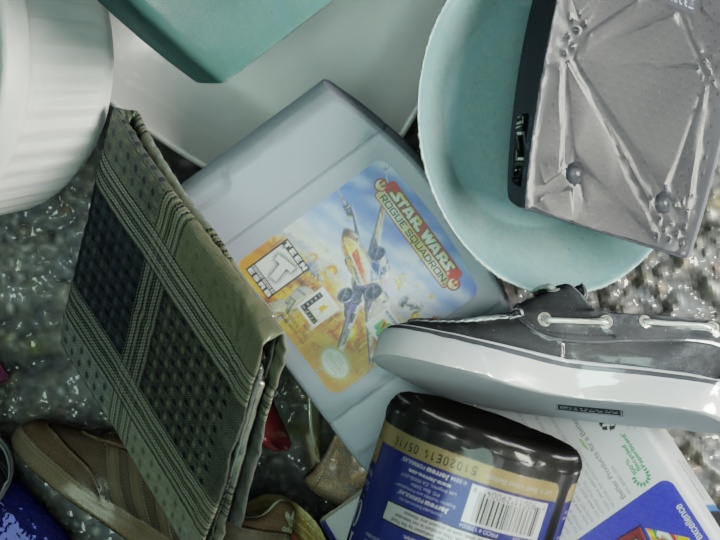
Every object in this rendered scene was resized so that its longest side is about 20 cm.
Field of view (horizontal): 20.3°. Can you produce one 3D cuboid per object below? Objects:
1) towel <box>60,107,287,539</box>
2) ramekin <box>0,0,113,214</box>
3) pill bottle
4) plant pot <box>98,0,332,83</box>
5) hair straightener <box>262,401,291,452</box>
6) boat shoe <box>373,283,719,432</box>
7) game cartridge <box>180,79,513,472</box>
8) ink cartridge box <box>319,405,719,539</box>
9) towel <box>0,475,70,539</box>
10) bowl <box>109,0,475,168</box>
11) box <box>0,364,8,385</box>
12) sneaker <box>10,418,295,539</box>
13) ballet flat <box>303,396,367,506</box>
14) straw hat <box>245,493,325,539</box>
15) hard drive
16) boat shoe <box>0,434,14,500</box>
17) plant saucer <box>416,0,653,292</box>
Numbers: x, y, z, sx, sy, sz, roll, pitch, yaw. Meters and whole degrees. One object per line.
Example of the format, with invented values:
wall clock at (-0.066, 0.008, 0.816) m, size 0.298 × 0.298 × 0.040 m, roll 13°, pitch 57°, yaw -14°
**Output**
towel at (-0.105, 0.038, 1.135) m, size 0.200 × 0.034 × 0.193 m, roll 54°, pitch 141°, yaw 34°
ramekin at (-0.226, -0.121, 1.157) m, size 0.201 × 0.094 × 0.204 m, roll 4°, pitch 95°, yaw 44°
pill bottle at (0.040, 0.177, 1.093) m, size 0.111 × 0.112 × 0.201 m, roll 18°, pitch 93°, yaw 5°
plant pot at (-0.101, -0.205, 1.054) m, size 0.141 × 0.141 × 0.200 m, roll -38°, pitch 103°, yaw -7°
hair straightener at (-0.116, 0.038, 1.204) m, size 0.077 × 0.041 × 0.201 m, roll -35°, pitch 72°, yaw 20°
boat shoe at (0.108, 0.040, 1.097) m, size 0.198 × 0.072 × 0.068 m, roll 7°, pitch 73°, yaw 7°
game cartridge at (0.000, 0.000, 1.140) m, size 0.133 × 0.042 × 0.200 m, roll -35°, pitch 98°, yaw 14°
ink cartridge box at (0.107, 0.169, 1.148) m, size 0.200 × 0.047 × 0.198 m, roll -38°, pitch 72°, yaw 18°
towel at (-0.233, 0.216, 1.281) m, size 0.148 × 0.050 × 0.200 m, roll -44°, pitch 91°, yaw 6°
bowl at (-0.045, -0.153, 1.172) m, size 0.199 × 0.075 × 0.201 m, roll 31°, pitch 103°, yaw 1°
box at (-0.356, 0.066, 1.243) m, size 0.200 × 0.097 × 0.176 m, roll -38°, pitch 92°, yaw 13°
sneaker at (-0.123, 0.132, 1.227) m, size 0.199 × 0.070 × 0.076 m, roll 31°, pitch 80°, yaw 26°
ballet flat at (0.005, 0.050, 1.206) m, size 0.067 × 0.068 × 0.201 m, roll 16°, pitch 100°, yaw 13°
straw hat at (-0.035, 0.243, 1.229) m, size 0.085 × 0.201 × 0.202 m, roll 13°, pitch 105°, yaw -36°
hard drive at (0.148, -0.118, 1.118) m, size 0.134 × 0.042 × 0.202 m, roll 15°, pitch 85°, yaw -32°
boat shoe at (-0.283, 0.183, 1.212) m, size 0.071 × 0.091 × 0.201 m, roll 31°, pitch 97°, yaw 1°
plant saucer at (0.104, -0.087, 1.140) m, size 0.200 × 0.039 × 0.203 m, roll -1°, pitch 91°, yaw -34°
